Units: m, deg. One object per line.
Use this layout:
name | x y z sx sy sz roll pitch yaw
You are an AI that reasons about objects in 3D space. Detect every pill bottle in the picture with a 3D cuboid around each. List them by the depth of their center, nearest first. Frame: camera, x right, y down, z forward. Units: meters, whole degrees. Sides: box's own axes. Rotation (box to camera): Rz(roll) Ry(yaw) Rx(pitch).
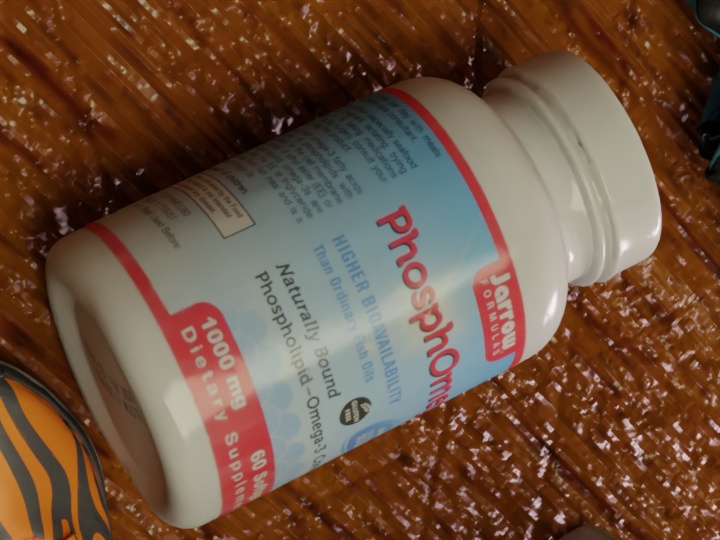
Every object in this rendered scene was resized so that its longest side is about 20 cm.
pill bottle | 0.000 0.000 0.946 0.199 0.109 0.109 -26 122 -16

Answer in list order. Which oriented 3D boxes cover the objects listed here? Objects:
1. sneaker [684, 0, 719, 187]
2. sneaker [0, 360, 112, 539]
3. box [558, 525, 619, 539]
sneaker | 0.169 -0.038 1.055 0.081 0.073 0.201 -12 112 -5
sneaker | -0.098 0.130 0.949 0.077 0.112 0.201 -27 122 -16
box | 0.096 0.244 1.038 0.171 0.200 0.200 -30 112 -15
